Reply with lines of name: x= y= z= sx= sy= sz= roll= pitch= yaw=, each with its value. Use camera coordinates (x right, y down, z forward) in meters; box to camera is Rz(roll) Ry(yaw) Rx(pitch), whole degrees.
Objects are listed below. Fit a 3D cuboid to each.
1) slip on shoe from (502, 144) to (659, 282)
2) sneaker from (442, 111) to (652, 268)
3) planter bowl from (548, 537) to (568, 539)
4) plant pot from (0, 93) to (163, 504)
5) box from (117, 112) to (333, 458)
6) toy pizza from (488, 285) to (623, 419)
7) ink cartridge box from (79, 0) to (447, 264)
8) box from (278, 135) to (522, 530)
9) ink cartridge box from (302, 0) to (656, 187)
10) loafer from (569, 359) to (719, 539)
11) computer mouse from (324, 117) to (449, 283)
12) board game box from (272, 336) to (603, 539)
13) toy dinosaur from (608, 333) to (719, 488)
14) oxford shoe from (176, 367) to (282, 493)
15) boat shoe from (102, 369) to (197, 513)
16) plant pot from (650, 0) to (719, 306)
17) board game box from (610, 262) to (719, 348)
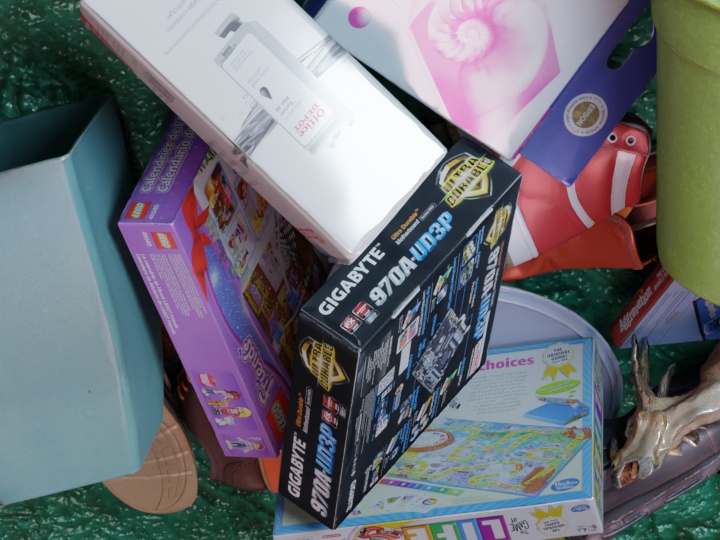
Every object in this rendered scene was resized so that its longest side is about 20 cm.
slip on shoe: x=0.154 y=-0.030 z=1.752 sx=0.199 sy=0.061 sz=0.074 roll=-14 pitch=133 yaw=12
sneaker: x=0.101 y=-0.106 z=1.676 sx=0.112 sy=0.071 sz=0.201 roll=-22 pitch=120 yaw=2
planter bowl: x=0.066 y=0.163 z=1.841 sx=0.200 sy=0.200 sz=0.084 roll=16 pitch=85 yaw=-17
plant pot: x=-0.192 y=0.024 z=1.681 sx=0.141 sy=0.141 sz=0.201 roll=-14 pitch=105 yaw=10
box: x=-0.073 y=-0.004 z=1.712 sx=0.039 sy=0.137 sz=0.200 roll=1 pitch=135 yaw=24
toy pizza: x=0.069 y=0.070 z=1.853 sx=0.199 sy=0.032 sz=0.201 roll=2 pitch=137 yaw=2
ink cartridge box: x=-0.056 y=-0.102 z=1.567 sx=0.200 sy=0.147 sz=0.083 roll=44 pitch=87 yaw=-5
box: x=0.022 y=0.040 z=1.669 sx=0.046 sy=0.159 sz=0.200 roll=33 pitch=149 yaw=17
ink cartridge box: x=0.103 y=-0.165 z=1.591 sx=0.200 sy=0.043 sz=0.197 roll=32 pitch=103 yaw=-20
loafer: x=0.206 y=0.111 z=1.835 sx=0.199 sy=0.072 sz=0.063 roll=-25 pitch=118 yaw=-20
computer mouse: x=0.000 y=0.000 z=1.737 sx=0.044 sy=0.110 sz=0.201 roll=28 pitch=125 yaw=28
board game box: x=0.050 y=0.112 z=1.777 sx=0.199 sy=0.135 sz=0.034 roll=-7 pitch=134 yaw=13
toy dinosaur: x=0.240 y=0.059 z=1.778 sx=0.200 sy=0.086 sz=0.135 roll=-17 pitch=176 yaw=-38
oxford shoe: x=-0.089 y=0.068 z=1.827 sx=0.072 sy=0.071 sz=0.201 roll=-2 pitch=129 yaw=15
boat shoe: x=-0.153 y=0.071 z=1.826 sx=0.072 sy=0.065 sz=0.200 roll=-14 pitch=128 yaw=18
plant pot: x=0.233 y=-0.082 z=1.541 sx=0.199 sy=0.200 sz=0.191 roll=4 pitch=118 yaw=-6
board game box: x=0.232 y=-0.005 z=1.742 sx=0.103 sy=0.020 sz=0.200 roll=-4 pitch=156 yaw=-18
